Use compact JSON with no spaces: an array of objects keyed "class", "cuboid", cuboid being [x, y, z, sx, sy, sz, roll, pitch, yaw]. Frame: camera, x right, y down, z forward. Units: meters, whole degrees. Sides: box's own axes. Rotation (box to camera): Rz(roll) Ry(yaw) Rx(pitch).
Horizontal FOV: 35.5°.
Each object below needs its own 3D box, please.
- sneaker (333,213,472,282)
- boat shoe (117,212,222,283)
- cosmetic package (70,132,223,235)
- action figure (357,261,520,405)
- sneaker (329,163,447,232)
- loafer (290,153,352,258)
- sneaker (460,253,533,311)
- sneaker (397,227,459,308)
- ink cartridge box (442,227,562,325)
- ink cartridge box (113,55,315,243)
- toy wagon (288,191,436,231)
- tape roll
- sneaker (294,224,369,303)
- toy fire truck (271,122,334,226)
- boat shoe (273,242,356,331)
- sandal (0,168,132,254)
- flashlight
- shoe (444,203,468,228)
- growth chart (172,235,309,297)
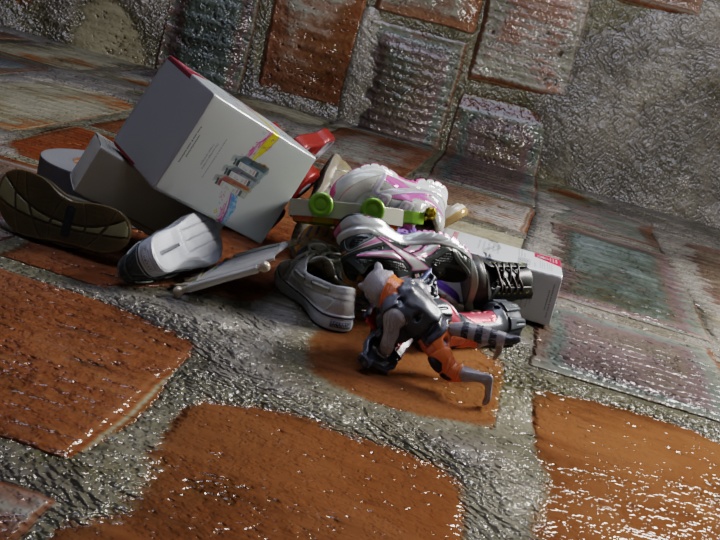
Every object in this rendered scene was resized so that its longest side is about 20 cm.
[{"class":"sneaker","cuboid":[0.053,-0.003,1.457,0.198,0.087,0.080,11,-29,-23]},{"class":"boat shoe","cuboid":[-0.244,-0.028,1.431,0.070,0.073,0.200,-17,1,21]},{"class":"cosmetic package","cuboid":[-0.290,-0.099,1.535,0.199,0.074,0.104,31,6,-23]},{"class":"action figure","cuboid":[0.089,0.050,1.329,0.192,0.105,0.201,31,42,-2]},{"class":"sneaker","cuboid":[0.050,-0.098,1.701,0.198,0.082,0.089,7,46,-20]},{"class":"loafer","cuboid":[-0.051,-0.096,1.745,0.067,0.202,0.076,26,-32,-7]},{"class":"sneaker","cuboid":[0.192,0.007,1.591,0.105,0.076,0.200,-11,-9,4]},{"class":"sneaker","cuboid":[0.069,-0.017,1.593,0.200,0.083,0.081,42,-23,17]},{"class":"ink cartridge box","cuboid":[0.209,0.007,1.758,0.198,0.084,0.145,15,13,6]},{"class":"ink cartridge box","cuboid":[-0.192,-0.158,1.500,0.199,0.145,0.145,29,8,-45]},{"class":"toy wagon","cuboid":[0.003,-0.075,1.512,0.197,0.040,0.155,6,0,-1]},{"class":"tape roll","cuboid":[-0.386,-0.125,1.688,0.198,0.067,0.200,14,13,-3]},{"class":"sneaker","cuboid":[0.000,0.000,1.571,0.199,0.076,0.088,33,-8,36]},{"class":"toy fire truck","cuboid":[-0.134,-0.146,1.800,0.112,0.200,0.168,48,20,6]},{"class":"boat shoe","cuboid":[-0.057,0.004,1.480,0.074,0.087,0.202,9,15,-24]},{"class":"sandal","cuboid":[-0.383,-0.069,1.463,0.198,0.081,0.054,19,-2,10]},{"class":"flashlight","cuboid":[0.140,0.064,1.493,0.068,0.068,0.199,31,22,37]},{"class":"shoe","cuboid":[0.082,-0.079,1.825,0.198,0.054,0.070,-17,11,33]},{"class":"growth chart","cuboid":[-0.155,-0.007,1.447,0.143,0.018,0.200,-15,8,14]}]
